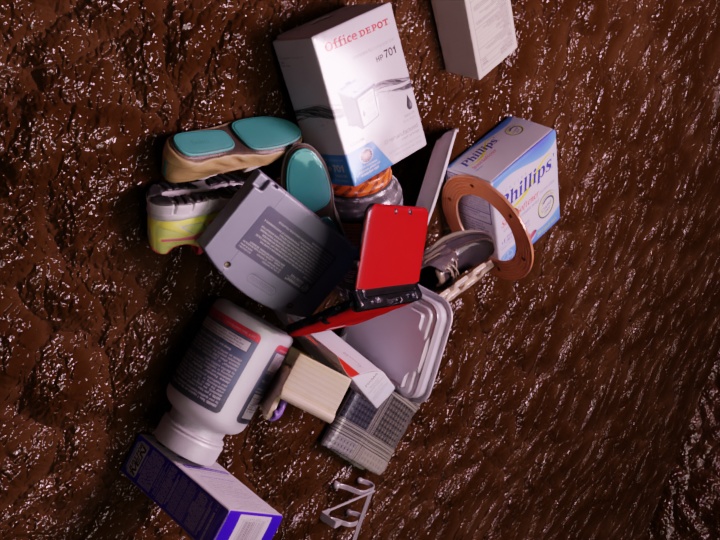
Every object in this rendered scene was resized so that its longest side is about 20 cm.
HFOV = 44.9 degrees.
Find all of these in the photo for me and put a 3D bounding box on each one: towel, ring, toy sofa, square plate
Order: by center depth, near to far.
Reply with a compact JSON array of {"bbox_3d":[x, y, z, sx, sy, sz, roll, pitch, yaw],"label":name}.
[{"bbox_3d":[-0.090,0.164,1.211,0.083,0.200,0.098,29,83,-14],"label":"toy sofa"},{"bbox_3d":[0.110,-0.128,1.355,0.200,0.028,0.199,-55,162,-78],"label":"square plate"},{"bbox_3d":[0.209,-0.072,1.425,0.019,0.200,0.201,-38,135,-22],"label":"ring"},{"bbox_3d":[0.026,0.255,1.544,0.193,0.034,0.200,-59,140,-10],"label":"towel"}]

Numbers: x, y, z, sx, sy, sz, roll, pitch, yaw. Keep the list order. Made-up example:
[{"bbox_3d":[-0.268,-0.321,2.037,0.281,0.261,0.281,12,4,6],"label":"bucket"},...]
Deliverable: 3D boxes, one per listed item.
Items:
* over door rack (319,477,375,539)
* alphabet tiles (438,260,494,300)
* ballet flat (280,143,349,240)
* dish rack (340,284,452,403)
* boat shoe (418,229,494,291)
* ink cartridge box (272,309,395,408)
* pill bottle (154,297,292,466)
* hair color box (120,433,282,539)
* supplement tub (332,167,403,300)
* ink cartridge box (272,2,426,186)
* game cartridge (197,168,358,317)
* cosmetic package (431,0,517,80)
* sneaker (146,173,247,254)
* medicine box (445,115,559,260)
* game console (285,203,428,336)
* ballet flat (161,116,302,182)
[{"bbox_3d":[-0.050,0.454,1.520,0.200,0.066,0.148,-13,122,-69],"label":"over door rack"},{"bbox_3d":[0.137,0.052,1.459,0.200,0.015,0.196,-34,172,-23],"label":"alphabet tiles"},{"bbox_3d":[-0.064,-0.081,1.158,0.067,0.064,0.200,-24,119,-9],"label":"ballet flat"},{"bbox_3d":[0.041,0.093,1.328,0.043,0.200,0.172,3,109,-45],"label":"dish rack"},{"bbox_3d":[0.129,0.001,1.409,0.200,0.073,0.075,-24,126,3],"label":"boat shoe"},{"bbox_3d":[-0.043,0.104,1.245,0.047,0.160,0.200,-47,149,-11],"label":"ink cartridge box"},{"bbox_3d":[-0.188,0.150,1.161,0.120,0.119,0.200,34,84,-52],"label":"pill bottle"},{"bbox_3d":[-0.212,0.294,1.149,0.109,0.200,0.065,29,90,-52],"label":"hair color box"},{"bbox_3d":[0.005,-0.062,1.260,0.122,0.122,0.200,-34,134,-32],"label":"supplement tub"},{"bbox_3d":[-0.011,-0.231,1.143,0.146,0.086,0.201,-34,121,-32],"label":"ink cartridge box"},{"bbox_3d":[-0.103,-0.024,1.090,0.133,0.042,0.200,-47,132,6],"label":"game cartridge"},{"bbox_3d":[0.165,-0.400,1.293,0.104,0.073,0.200,-43,138,-25],"label":"cosmetic package"},{"bbox_3d":[-0.184,-0.065,1.091,0.200,0.078,0.091,-7,124,-41],"label":"sneaker"},{"bbox_3d":[0.252,-0.133,1.520,0.182,0.103,0.200,-40,137,-27],"label":"medicine box"},{"bbox_3d":[0.000,0.000,1.147,0.200,0.172,0.119,-4,73,-64],"label":"game console"},{"bbox_3d":[-0.162,-0.149,1.083,0.200,0.069,0.063,-15,149,-41],"label":"ballet flat"}]
